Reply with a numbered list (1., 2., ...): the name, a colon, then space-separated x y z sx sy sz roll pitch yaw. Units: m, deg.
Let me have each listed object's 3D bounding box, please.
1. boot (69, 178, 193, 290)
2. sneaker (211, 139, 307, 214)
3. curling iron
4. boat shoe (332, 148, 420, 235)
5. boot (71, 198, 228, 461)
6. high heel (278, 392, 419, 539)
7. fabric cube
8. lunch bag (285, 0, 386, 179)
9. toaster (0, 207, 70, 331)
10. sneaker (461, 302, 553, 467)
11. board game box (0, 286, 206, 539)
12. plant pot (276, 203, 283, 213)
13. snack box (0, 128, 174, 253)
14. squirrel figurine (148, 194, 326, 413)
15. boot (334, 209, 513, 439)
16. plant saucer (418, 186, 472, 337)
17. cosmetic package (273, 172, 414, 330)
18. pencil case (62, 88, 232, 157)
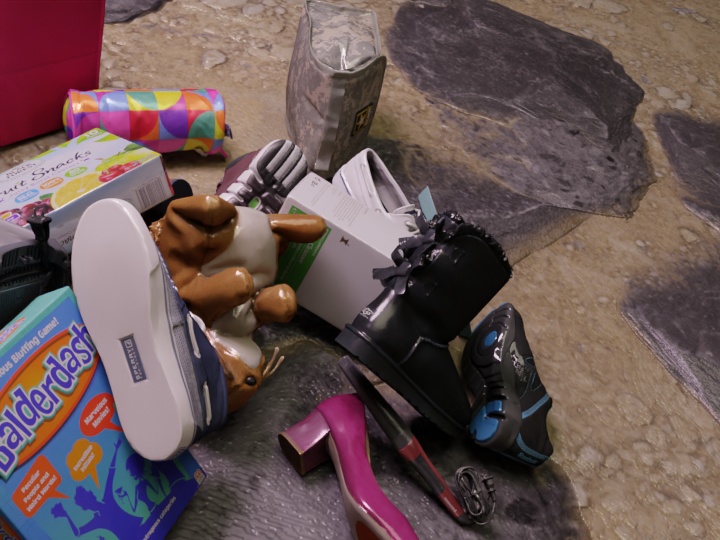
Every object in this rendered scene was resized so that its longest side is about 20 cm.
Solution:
1. boot: -0.265 -0.027 0.897 0.096 0.075 0.200 8 43 25
2. sneaker: -0.148 -0.063 0.957 0.200 0.076 0.115 -47 24 -13
3. curling iron: 0.050 0.156 0.793 0.200 0.026 0.050 44 68 9
4. boat shoe: 0.041 -0.051 0.988 0.200 0.065 0.073 55 36 9
5. boot: -0.162 0.043 0.672 0.072 0.201 0.090 -12 1 18
6. high heel: 0.019 0.183 0.748 0.096 0.068 0.200 -27 54 -28
7. fabric cube: -0.440 -0.281 0.991 0.196 0.201 0.199 37 42 22
8. lunch bag: -0.036 -0.237 1.129 0.117 0.165 0.201 7 42 -12
9. toaster: -0.322 0.029 0.687 0.129 0.201 0.114 22 20 19
10. sneaker: 0.156 0.118 0.894 0.082 0.073 0.201 33 38 -18
11. board game box: -0.217 0.137 0.633 0.201 0.045 0.152 59 36 -21
12. plant pot: -0.055 -0.047 1.014 0.199 0.028 0.201 11 40 -9
13. snack box: -0.309 -0.068 0.851 0.200 0.053 0.142 -35 38 -30
14. squirrel figurine: -0.145 0.037 0.799 0.199 0.188 0.141 -2 -7 38
15. boot: 0.083 0.051 0.799 0.198 0.163 0.073 44 -6 -35
16. plant saucer: 0.098 -0.012 1.011 0.019 0.070 0.201 -16 44 2
17. cosmetic package: 0.000 0.000 0.889 0.199 0.108 0.085 31 28 1
18. pencil case: -0.258 -0.179 1.040 0.199 0.089 0.089 -4 45 -24
